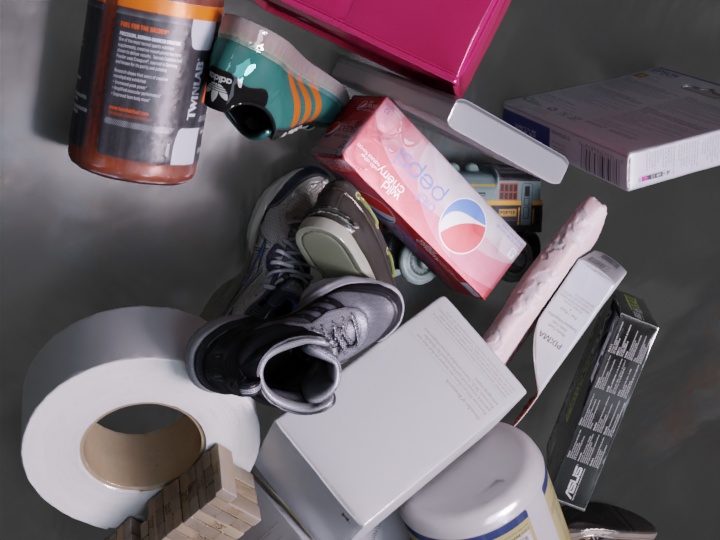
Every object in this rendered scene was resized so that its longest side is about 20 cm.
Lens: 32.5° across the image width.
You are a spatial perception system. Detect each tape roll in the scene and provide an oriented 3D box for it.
[{"bbox_3d":[-0.188,0.129,1.058,0.202,0.071,0.203,-7,129,-9],"label":"tape roll"}]

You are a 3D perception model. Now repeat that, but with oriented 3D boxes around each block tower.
[{"bbox_3d":[-0.170,0.236,1.066,0.200,0.054,0.058,-41,126,19],"label":"block tower"}]

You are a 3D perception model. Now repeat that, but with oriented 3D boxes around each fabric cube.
[{"bbox_3d":[0.035,-0.266,0.962,0.199,0.196,0.200,26,95,2],"label":"fabric cube"}]

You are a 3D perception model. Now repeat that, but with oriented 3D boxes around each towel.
[{"bbox_3d":[0.172,0.025,1.223,0.032,0.191,0.200,35,90,10],"label":"towel"}]

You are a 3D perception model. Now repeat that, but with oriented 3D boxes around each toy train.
[{"bbox_3d":[0.089,-0.047,1.193,0.199,0.085,0.114,-1,96,-28],"label":"toy train"}]

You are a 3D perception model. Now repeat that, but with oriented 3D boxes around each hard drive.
[{"bbox_3d":[0.074,-0.134,1.073,0.132,0.200,0.027,23,96,-34],"label":"hard drive"}]

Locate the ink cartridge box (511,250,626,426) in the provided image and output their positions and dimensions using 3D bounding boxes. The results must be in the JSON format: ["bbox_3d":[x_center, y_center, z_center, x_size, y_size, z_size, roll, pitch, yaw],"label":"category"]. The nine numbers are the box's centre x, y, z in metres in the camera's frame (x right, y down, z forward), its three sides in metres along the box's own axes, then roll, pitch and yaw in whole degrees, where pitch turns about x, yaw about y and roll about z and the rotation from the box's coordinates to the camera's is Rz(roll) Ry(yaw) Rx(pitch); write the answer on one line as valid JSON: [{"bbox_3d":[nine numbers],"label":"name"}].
[{"bbox_3d":[0.193,0.074,1.265,0.200,0.047,0.160,-56,170,13],"label":"ink cartridge box"}]

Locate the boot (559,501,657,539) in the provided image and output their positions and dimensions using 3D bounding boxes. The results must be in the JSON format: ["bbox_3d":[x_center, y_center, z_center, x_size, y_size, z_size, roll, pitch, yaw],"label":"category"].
[{"bbox_3d":[0.241,0.352,1.429,0.199,0.073,0.151,1,106,-26],"label":"boot"}]

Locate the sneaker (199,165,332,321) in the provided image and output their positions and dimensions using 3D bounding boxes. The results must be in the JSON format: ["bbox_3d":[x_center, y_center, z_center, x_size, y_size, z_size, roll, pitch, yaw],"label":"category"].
[{"bbox_3d":[-0.069,0.004,1.114,0.077,0.085,0.201,23,95,-34],"label":"sneaker"}]

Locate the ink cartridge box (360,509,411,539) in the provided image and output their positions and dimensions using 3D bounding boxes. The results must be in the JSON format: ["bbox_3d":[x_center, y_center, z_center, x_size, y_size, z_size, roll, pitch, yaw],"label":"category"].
[{"bbox_3d":[0.051,0.247,1.274,0.199,0.084,0.145,10,103,-33],"label":"ink cartridge box"}]

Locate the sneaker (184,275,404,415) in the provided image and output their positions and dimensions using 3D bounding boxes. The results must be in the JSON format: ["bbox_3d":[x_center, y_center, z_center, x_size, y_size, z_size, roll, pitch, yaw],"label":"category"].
[{"bbox_3d":[-0.030,0.062,0.980,0.199,0.114,0.076,-16,110,-30],"label":"sneaker"}]

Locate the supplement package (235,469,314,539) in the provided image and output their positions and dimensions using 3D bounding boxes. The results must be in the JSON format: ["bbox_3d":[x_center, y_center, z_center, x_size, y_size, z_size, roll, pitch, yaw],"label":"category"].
[{"bbox_3d":[-0.102,0.261,1.121,0.110,0.200,0.114,-44,125,-7],"label":"supplement package"}]

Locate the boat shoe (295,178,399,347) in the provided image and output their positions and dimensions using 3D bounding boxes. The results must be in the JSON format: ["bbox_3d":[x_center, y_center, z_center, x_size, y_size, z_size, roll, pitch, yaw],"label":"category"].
[{"bbox_3d":[0.000,0.000,1.104,0.201,0.071,0.061,68,38,-53],"label":"boat shoe"}]

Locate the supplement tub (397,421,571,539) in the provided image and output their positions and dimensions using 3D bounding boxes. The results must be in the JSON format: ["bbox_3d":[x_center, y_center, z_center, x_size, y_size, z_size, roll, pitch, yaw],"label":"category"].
[{"bbox_3d":[0.128,0.262,1.185,0.144,0.144,0.201,-31,120,-16],"label":"supplement tub"}]

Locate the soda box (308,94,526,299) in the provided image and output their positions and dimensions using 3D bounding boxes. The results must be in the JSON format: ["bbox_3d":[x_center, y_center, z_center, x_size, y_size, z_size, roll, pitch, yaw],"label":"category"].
[{"bbox_3d":[0.053,-0.064,1.085,0.200,0.063,0.070,43,79,-27],"label":"soda box"}]

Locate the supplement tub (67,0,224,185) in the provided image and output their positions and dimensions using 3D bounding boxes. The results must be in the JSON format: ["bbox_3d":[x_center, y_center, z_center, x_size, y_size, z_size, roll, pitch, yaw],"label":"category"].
[{"bbox_3d":[-0.167,-0.175,0.978,0.107,0.107,0.201,3,107,-30],"label":"supplement tub"}]

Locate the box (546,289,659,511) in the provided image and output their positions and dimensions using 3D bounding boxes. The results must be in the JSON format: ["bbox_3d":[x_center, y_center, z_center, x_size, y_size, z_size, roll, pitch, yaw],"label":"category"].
[{"bbox_3d":[0.247,0.127,1.286,0.047,0.193,0.201,21,100,8],"label":"box"}]

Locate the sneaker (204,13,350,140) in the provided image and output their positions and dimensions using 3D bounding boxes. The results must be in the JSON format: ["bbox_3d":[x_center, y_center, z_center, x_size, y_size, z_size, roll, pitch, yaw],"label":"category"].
[{"bbox_3d":[-0.074,-0.143,1.028,0.080,0.071,0.200,-66,156,0],"label":"sneaker"}]

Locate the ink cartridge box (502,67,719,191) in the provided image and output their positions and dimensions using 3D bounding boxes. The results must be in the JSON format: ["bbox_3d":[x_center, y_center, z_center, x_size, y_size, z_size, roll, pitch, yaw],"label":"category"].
[{"bbox_3d":[0.272,-0.141,1.187,0.199,0.196,0.043,-14,116,-24],"label":"ink cartridge box"}]

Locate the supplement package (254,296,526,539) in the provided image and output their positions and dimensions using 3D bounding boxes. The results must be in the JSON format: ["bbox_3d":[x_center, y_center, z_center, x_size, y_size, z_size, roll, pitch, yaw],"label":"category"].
[{"bbox_3d":[0.024,0.137,1.084,0.200,0.117,0.117,-35,78,-28],"label":"supplement package"}]
